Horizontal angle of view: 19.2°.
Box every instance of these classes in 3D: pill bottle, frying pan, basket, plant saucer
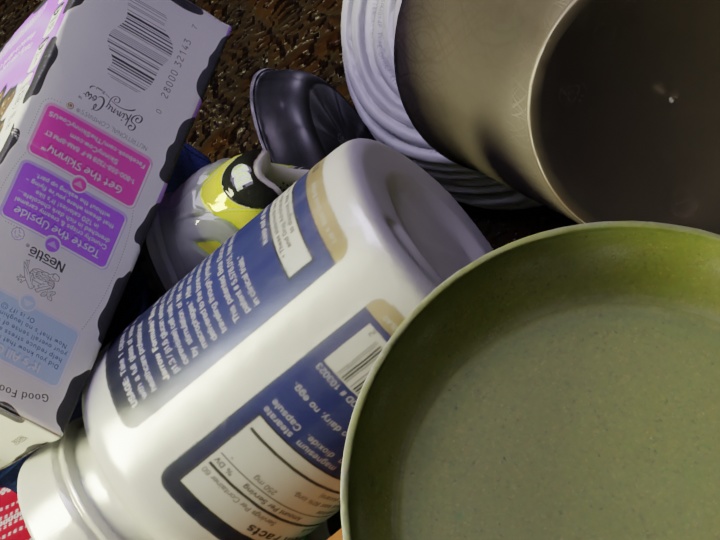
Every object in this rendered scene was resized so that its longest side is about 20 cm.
[{"bbox_3d":[-0.039,0.049,0.843,0.200,0.111,0.111,-39,35,19],"label":"pill bottle"},{"bbox_3d":[-0.023,-0.040,1.018,0.031,0.115,0.190,-29,11,20],"label":"frying pan"},{"bbox_3d":[0.105,-0.092,0.868,0.180,0.136,0.200,-46,17,8],"label":"basket"},{"bbox_3d":[0.092,0.079,0.686,0.199,0.031,0.201,1,64,-3],"label":"plant saucer"}]

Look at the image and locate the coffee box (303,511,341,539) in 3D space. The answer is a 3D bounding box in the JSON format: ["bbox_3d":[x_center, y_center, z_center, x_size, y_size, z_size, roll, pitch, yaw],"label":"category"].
[{"bbox_3d":[0.021,0.129,0.892,0.200,0.044,0.123,-48,40,-13],"label":"coffee box"}]

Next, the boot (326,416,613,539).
[{"bbox_3d":[0.007,0.130,0.761,0.200,0.077,0.155,-40,2,-20],"label":"boot"}]

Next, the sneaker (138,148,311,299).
[{"bbox_3d":[0.000,0.000,0.930,0.076,0.199,0.076,-35,57,38],"label":"sneaker"}]

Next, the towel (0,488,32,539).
[{"bbox_3d":[-0.169,0.127,1.069,0.144,0.023,0.201,-24,39,19],"label":"towel"}]

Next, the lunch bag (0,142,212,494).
[{"bbox_3d":[-0.090,0.037,1.011,0.136,0.132,0.201,-40,31,29],"label":"lunch bag"}]

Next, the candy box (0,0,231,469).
[{"bbox_3d":[-0.149,-0.014,0.914,0.168,0.071,0.201,-29,37,58],"label":"candy box"}]

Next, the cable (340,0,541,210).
[{"bbox_3d":[0.084,-0.130,1.059,0.199,0.069,0.201,-18,56,26],"label":"cable"}]
